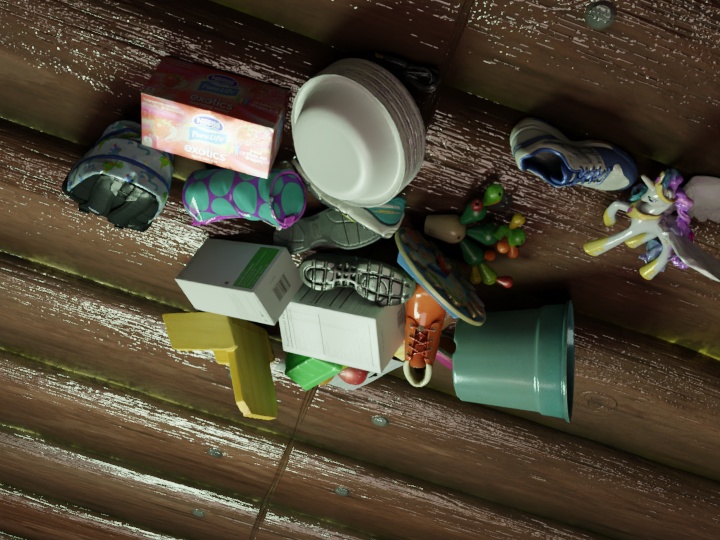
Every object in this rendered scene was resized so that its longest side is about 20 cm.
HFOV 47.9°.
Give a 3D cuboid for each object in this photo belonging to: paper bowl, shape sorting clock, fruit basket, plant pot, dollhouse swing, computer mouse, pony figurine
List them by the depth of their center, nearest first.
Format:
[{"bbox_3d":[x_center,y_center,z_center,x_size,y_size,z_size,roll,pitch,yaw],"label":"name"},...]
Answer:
[{"bbox_3d":[-0.015,-0.183,1.137,0.198,0.104,0.204,25,136,27],"label":"paper bowl"},{"bbox_3d":[0.039,-0.217,1.183,0.107,0.044,0.202,14,136,-3],"label":"computer mouse"},{"bbox_3d":[0.451,-0.061,1.184,0.190,0.169,0.201,22,152,-5],"label":"pony figurine"},{"bbox_3d":[0.129,0.006,1.282,0.198,0.201,0.039,35,109,-21],"label":"shape sorting clock"},{"bbox_3d":[0.266,0.153,1.397,0.191,0.203,0.203,-1,135,19],"label":"plant pot"},{"bbox_3d":[-0.256,0.183,1.503,0.177,0.180,0.200,-2,167,14],"label":"dollhouse swing"},{"bbox_3d":[-0.042,0.178,1.582,0.197,0.096,0.184,15,149,-33],"label":"fruit basket"}]

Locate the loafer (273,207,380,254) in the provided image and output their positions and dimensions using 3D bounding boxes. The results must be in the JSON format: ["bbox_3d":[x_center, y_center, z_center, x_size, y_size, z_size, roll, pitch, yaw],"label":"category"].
[{"bbox_3d":[-0.047,-0.069,1.352,0.195,0.063,0.074,-7,92,18],"label":"loafer"}]

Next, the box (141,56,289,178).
[{"bbox_3d":[-0.212,-0.226,1.192,0.195,0.104,0.096,15,136,-1],"label":"box"}]

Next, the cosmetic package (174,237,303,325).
[{"bbox_3d":[-0.207,0.017,1.386,0.197,0.109,0.086,7,141,36],"label":"cosmetic package"}]

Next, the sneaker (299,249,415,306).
[{"bbox_3d":[0.000,0.000,1.341,0.196,0.079,0.077,14,116,12],"label":"sneaker"}]

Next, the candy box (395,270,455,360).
[{"bbox_3d":[0.092,0.071,1.451,0.114,0.056,0.200,31,133,-18],"label":"candy box"}]

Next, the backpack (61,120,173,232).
[{"bbox_3d":[-0.369,-0.147,1.273,0.161,0.156,0.199,28,172,-20],"label":"backpack"}]

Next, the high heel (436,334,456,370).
[{"bbox_3d":[0.178,0.193,1.540,0.198,0.068,0.096,30,123,-22],"label":"high heel"}]

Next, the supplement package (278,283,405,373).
[{"bbox_3d":[-0.033,0.083,1.404,0.196,0.110,0.116,10,124,26],"label":"supplement package"}]

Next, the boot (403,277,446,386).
[{"bbox_3d":[0.107,0.104,1.365,0.073,0.108,0.203,7,133,10],"label":"boot"}]

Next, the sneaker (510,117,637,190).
[{"bbox_3d":[0.304,-0.145,1.163,0.196,0.089,0.076,16,135,-6],"label":"sneaker"}]

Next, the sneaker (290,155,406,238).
[{"bbox_3d":[-0.019,-0.128,1.275,0.197,0.081,0.078,31,179,-1],"label":"sneaker"}]

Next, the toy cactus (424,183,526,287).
[{"bbox_3d":[0.181,-0.052,1.293,0.161,0.104,0.202,10,146,17],"label":"toy cactus"}]

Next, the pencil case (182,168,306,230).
[{"bbox_3d":[-0.186,-0.114,1.277,0.196,0.095,0.084,5,-177,34],"label":"pencil case"}]
